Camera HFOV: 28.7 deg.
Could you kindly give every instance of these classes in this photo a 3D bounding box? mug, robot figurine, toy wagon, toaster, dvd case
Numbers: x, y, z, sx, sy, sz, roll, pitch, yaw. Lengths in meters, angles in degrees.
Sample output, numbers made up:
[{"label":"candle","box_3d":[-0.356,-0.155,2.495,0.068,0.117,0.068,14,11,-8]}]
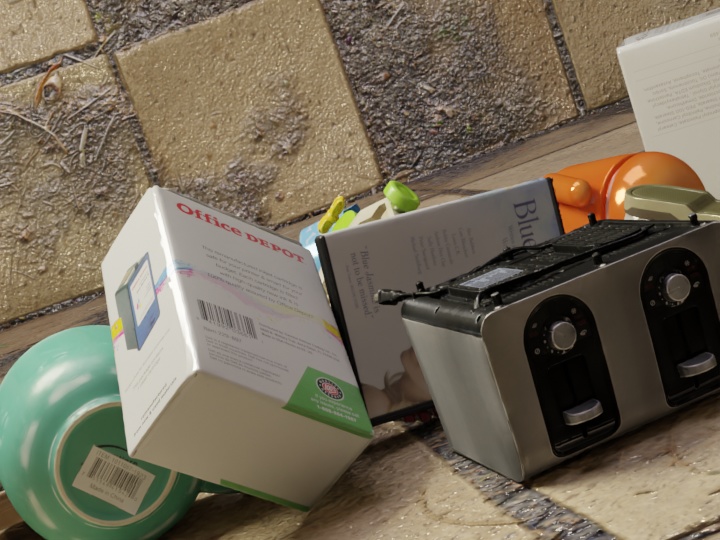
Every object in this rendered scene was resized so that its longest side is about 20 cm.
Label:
[{"label":"mug","box_3d":[-0.168,0.118,1.008,0.183,0.154,0.114,-20,13,-16]},{"label":"robot figurine","box_3d":[0.243,-0.049,1.320,0.116,0.145,0.199,-41,18,-28]},{"label":"toy wagon","box_3d":[0.000,0.000,1.189,0.156,0.039,0.201,-54,23,19]},{"label":"toaster","box_3d":[0.133,0.042,0.926,0.179,0.120,0.200,-20,8,-15]},{"label":"dvd case","box_3d":[0.074,0.021,1.053,0.198,0.145,0.018,-15,1,-21]}]

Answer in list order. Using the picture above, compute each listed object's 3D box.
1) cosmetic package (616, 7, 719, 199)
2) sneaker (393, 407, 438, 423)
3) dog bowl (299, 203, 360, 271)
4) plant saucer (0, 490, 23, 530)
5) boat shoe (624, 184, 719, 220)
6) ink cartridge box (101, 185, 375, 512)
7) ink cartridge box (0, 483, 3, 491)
[{"label":"cosmetic package","box_3d":[0.391,-0.179,1.556,0.164,0.202,0.167,-16,8,17]},{"label":"sneaker","box_3d":[0.064,0.064,1.104,0.198,0.082,0.074,-19,6,-33]},{"label":"dog bowl","box_3d":[-0.016,-0.003,1.363,0.049,0.113,0.200,-16,2,6]},{"label":"plant saucer","box_3d":[-0.236,0.171,1.152,0.198,0.030,0.200,-24,-4,-2]},{"label":"boat shoe","box_3d":[0.302,-0.018,1.131,0.199,0.069,0.074,18,26,42]},{"label":"ink cartridge box","box_3d":[-0.089,0.050,0.967,0.088,0.144,0.201,-50,36,25]},{"label":"ink cartridge box","box_3d":[-0.262,0.162,1.274,0.161,0.051,0.199,-26,-20,29]}]
